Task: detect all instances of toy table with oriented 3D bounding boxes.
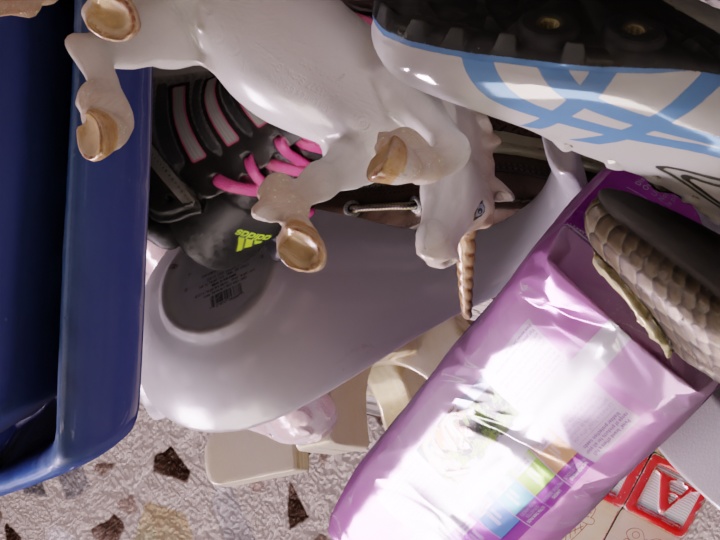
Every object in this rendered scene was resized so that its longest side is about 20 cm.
[{"bbox_3d":[0.003,0.035,1.037,0.183,0.118,0.200,-15,169,30],"label":"toy table"}]

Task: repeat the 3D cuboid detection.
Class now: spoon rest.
[{"bbox_3d":[0.000,0.000,0.794,0.199,0.100,0.061,-23,140,20],"label":"spoon rest"}]

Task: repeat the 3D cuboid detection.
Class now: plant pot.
[{"bbox_3d":[-0.174,-0.015,0.718,0.179,0.202,0.200,6,167,-20],"label":"plant pot"}]

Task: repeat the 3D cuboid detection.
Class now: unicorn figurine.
[{"bbox_3d":[-0.015,-0.050,0.598,0.200,0.074,0.138,47,-157,-11],"label":"unicorn figurine"}]

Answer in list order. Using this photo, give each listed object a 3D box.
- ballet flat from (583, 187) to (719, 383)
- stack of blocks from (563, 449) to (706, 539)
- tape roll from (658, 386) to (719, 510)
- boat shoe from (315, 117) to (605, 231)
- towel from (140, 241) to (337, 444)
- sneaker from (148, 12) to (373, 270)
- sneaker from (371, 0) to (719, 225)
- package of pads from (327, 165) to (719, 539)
[{"bbox_3d":[0.137,0.050,0.580,0.200,0.046,0.067,39,-159,4],"label":"ballet flat"},{"bbox_3d":[0.133,0.070,0.958,0.058,0.116,0.200,27,-159,6],"label":"stack of blocks"},{"bbox_3d":[0.203,0.068,0.830,0.202,0.037,0.203,20,-157,-9],"label":"tape roll"},{"bbox_3d":[0.028,-0.023,0.857,0.201,0.075,0.075,7,172,31],"label":"boat shoe"},{"bbox_3d":[-0.109,-0.007,0.930,0.200,0.032,0.191,53,158,-15],"label":"towel"},{"bbox_3d":[-0.029,-0.042,0.741,0.073,0.088,0.199,17,170,-40],"label":"sneaker"},{"bbox_3d":[0.097,-0.040,0.577,0.199,0.073,0.072,11,-150,-10],"label":"sneaker"},{"bbox_3d":[0.074,0.035,0.726,0.076,0.121,0.200,40,140,5],"label":"package of pads"}]
